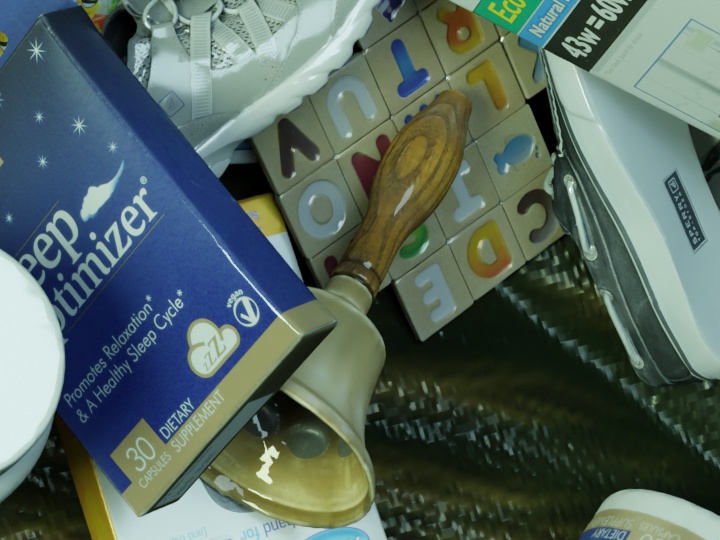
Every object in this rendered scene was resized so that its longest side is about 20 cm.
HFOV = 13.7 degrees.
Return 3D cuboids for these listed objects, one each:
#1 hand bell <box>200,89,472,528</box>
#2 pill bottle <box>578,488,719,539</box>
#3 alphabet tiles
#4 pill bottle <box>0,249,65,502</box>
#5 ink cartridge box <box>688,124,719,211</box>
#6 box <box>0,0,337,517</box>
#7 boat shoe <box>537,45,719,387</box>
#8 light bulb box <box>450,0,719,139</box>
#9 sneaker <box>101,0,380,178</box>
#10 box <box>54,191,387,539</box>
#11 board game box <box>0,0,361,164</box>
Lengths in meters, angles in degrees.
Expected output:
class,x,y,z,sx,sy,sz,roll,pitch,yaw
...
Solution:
class,x,y,z,sx,sy,sz,roll,pitch,yaw
hand bell,0.000,0.000,1.280,0.104,0.104,0.200,35,57,-9
pill bottle,0.103,0.203,1.284,0.111,0.111,0.200,37,68,-8
alphabet tiles,0.044,-0.073,1.345,0.200,0.008,0.168,-36,117,-23
pill bottle,-0.182,0.051,1.171,0.113,0.200,0.114,4,76,-18
ink cartridge box,0.229,-0.072,1.406,0.144,0.084,0.201,-9,80,-22
box,-0.110,-0.016,1.195,0.200,0.121,0.032,51,35,14
boat shoe,0.115,-0.040,1.353,0.072,0.068,0.201,-38,106,-46
light bulb box,0.156,-0.180,1.292,0.199,0.125,0.199,26,58,-6
sneaker,-0.064,-0.096,1.250,0.200,0.075,0.082,-49,117,-11
box,-0.064,0.077,1.294,0.119,0.041,0.201,-16,81,-22
board game box,-0.091,-0.108,1.299,0.199,0.035,0.127,-5,99,-26
